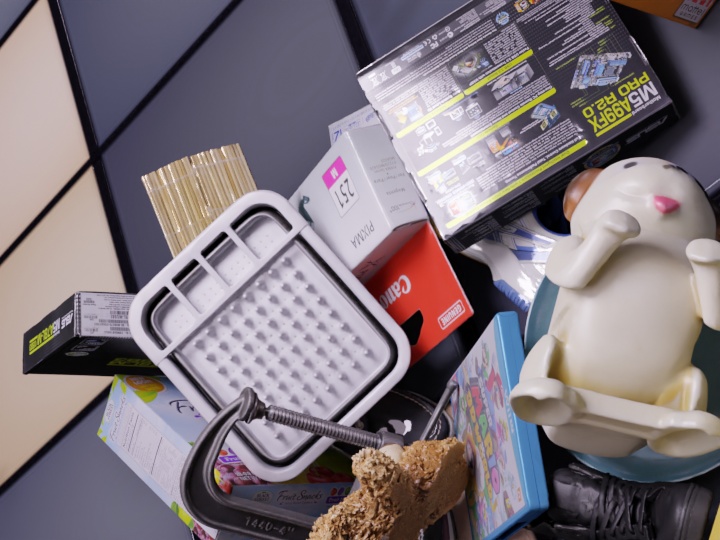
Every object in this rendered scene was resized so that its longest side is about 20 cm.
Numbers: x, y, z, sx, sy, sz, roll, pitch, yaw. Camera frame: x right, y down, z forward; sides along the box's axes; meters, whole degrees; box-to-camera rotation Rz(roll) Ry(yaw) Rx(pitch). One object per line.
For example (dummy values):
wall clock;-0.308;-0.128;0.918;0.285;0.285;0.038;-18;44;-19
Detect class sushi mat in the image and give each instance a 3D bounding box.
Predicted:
sushi mat;-0.111;-0.008;1.384;0.201;0.095;0.012;67;161;9

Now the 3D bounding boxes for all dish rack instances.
dish rack;-0.073;0.054;1.324;0.172;0.044;0.200;-43;83;2

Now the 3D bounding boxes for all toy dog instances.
toy dog;0.188;0.020;1.082;0.139;0.194;0.201;10;73;10

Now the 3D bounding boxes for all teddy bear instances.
teddy bear;0.001;0.198;1.232;0.067;0.145;0.200;24;68;32

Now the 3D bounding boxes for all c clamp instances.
c clamp;-0.040;0.145;1.279;0.027;0.199;0.172;-128;54;-63

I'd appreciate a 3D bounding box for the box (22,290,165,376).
box;-0.187;0.062;1.451;0.193;0.199;0.048;149;121;-60

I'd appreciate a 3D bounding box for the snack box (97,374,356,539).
snack box;-0.108;0.164;1.407;0.200;0.168;0.068;32;110;44

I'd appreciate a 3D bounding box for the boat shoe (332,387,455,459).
boat shoe;-0.013;0.114;1.365;0.199;0.060;0.074;18;71;36

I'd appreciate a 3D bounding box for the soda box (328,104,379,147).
soda box;0.063;-0.120;1.344;0.200;0.063;0.069;-24;68;42

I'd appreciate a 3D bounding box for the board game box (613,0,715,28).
board game box;0.184;-0.328;1.146;0.200;0.199;0.200;-55;49;27

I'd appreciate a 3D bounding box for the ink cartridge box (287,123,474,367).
ink cartridge box;0.000;0.000;1.340;0.174;0.043;0.200;66;149;14

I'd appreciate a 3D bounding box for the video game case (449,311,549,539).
video game case;0.102;0.127;1.217;0.200;0.018;0.144;112;152;-70

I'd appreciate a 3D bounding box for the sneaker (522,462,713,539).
sneaker;0.174;0.170;1.111;0.104;0.200;0.060;18;77;5

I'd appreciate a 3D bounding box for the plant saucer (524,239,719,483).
plant saucer;0.213;0.053;1.155;0.199;0.027;0.201;-6;78;32

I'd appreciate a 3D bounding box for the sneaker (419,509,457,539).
sneaker;0.008;0.268;1.305;0.075;0.115;0.201;15;95;47

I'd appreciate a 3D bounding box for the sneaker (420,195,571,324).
sneaker;0.118;-0.040;1.277;0.200;0.075;0.088;41;106;33

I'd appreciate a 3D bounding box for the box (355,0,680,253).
box;0.117;-0.133;1.226;0.199;0.044;0.161;-32;70;10

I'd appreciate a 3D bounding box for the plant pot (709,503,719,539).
plant pot;0.295;0.166;0.970;0.201;0.200;0.189;54;136;37
